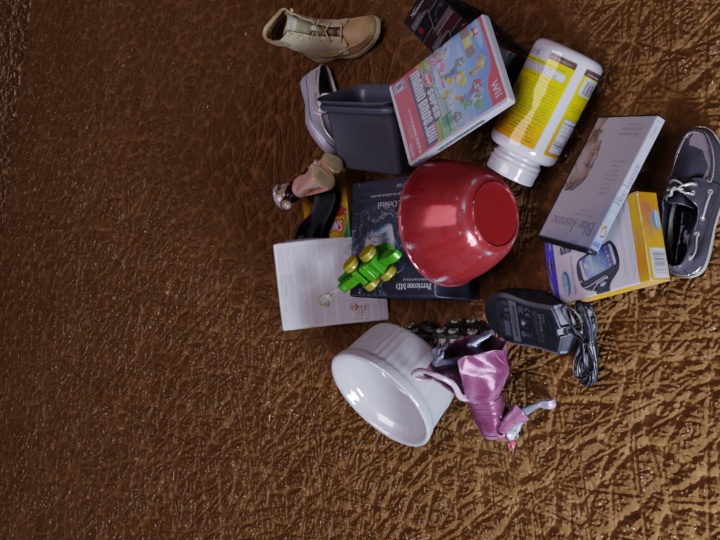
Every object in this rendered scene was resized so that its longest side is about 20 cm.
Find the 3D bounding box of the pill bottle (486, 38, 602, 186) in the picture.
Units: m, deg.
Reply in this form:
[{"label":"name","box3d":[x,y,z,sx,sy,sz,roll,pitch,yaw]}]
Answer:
[{"label":"pill bottle","box3d":[0.267,-0.232,1.128,0.109,0.109,0.201,40,112,39]}]

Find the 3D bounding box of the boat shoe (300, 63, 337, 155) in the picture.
[{"label":"boat shoe","box3d":[-0.070,-0.323,1.490,0.067,0.073,0.201,-40,59,37]}]

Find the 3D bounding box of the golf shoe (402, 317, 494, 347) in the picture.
[{"label":"golf shoe","box3d":[0.143,0.128,1.250,0.199,0.077,0.089,-8,99,48]}]

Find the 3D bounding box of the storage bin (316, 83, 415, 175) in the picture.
[{"label":"storage bin","box3d":[0.037,-0.254,1.352,0.199,0.145,0.135,16,124,44]}]

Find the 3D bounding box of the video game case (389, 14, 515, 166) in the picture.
[{"label":"video game case","box3d":[0.130,-0.263,1.126,0.199,0.017,0.144,-29,67,42]}]

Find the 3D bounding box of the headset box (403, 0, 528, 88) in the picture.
[{"label":"headset box","box3d":[0.183,-0.350,1.195,0.075,0.148,0.200,-54,53,28]}]

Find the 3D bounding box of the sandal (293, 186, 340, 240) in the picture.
[{"label":"sandal","box3d":[-0.096,-0.069,1.437,0.075,0.048,0.202,25,103,43]}]

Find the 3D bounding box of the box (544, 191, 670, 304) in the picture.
[{"label":"box","box3d":[0.335,-0.024,1.056,0.200,0.041,0.120,153,115,-64]}]

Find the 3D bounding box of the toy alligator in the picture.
[{"label":"toy alligator","box3d":[0.000,0.000,1.247,0.200,0.059,0.054,-33,23,40]}]

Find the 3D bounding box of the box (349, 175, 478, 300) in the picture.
[{"label":"box","box3d":[0.090,-0.052,1.278,0.196,0.117,0.202,-2,86,44]}]

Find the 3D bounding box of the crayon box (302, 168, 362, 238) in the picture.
[{"label":"crayon box","box3d":[-0.052,-0.116,1.469,0.126,0.051,0.202,-16,74,43]}]

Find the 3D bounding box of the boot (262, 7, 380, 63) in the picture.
[{"label":"boot","box3d":[-0.075,-0.460,1.453,0.199,0.155,0.073,1,86,44]}]

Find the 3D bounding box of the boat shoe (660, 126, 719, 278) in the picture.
[{"label":"boat shoe","box3d":[0.430,-0.092,0.986,0.072,0.062,0.202,7,91,43]}]

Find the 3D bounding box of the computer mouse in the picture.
[{"label":"computer mouse","box3d":[0.273,0.078,1.121,0.199,0.053,0.139,20,129,46]}]

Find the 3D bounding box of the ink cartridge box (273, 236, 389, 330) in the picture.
[{"label":"ink cartridge box","box3d":[-0.054,0.019,1.393,0.050,0.198,0.164,-114,18,-85]}]

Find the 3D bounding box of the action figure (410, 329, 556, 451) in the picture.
[{"label":"action figure","box3d":[0.191,0.194,1.132,0.134,0.149,0.201,-2,116,53]}]

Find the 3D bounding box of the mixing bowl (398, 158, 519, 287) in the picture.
[{"label":"mixing bowl","box3d":[0.166,-0.079,1.137,0.108,0.199,0.202,-7,81,53]}]

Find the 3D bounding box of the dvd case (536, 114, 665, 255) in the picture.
[{"label":"dvd case","box3d":[0.327,-0.122,1.048,0.201,0.017,0.143,-64,19,2]}]

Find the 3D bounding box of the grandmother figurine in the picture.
[{"label":"grandmother figurine","box3d":[-0.112,-0.158,1.438,0.061,0.121,0.200,51,151,-12]}]

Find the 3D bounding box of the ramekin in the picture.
[{"label":"ramekin","box3d":[0.058,0.181,1.238,0.200,0.098,0.201,33,148,23]}]
